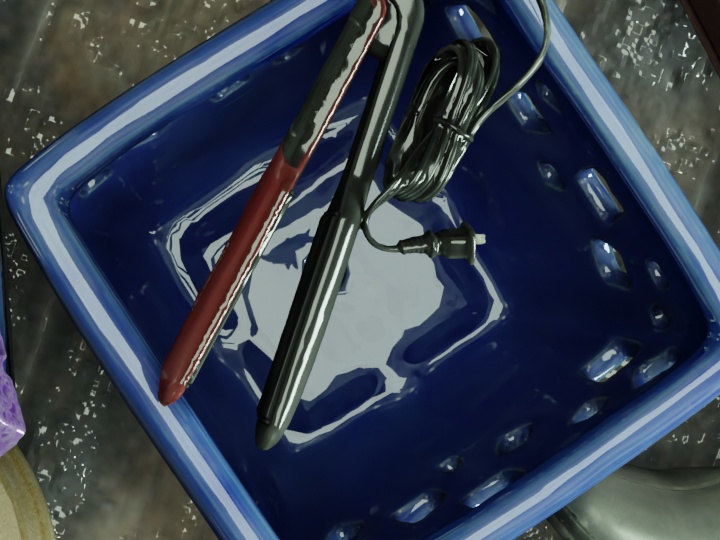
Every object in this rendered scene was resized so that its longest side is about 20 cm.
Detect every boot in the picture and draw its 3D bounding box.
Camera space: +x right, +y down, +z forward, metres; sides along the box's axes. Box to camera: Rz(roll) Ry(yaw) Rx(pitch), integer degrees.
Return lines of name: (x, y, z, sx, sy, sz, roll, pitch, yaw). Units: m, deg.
boot: (0.164, 0.072, 1.077, 0.199, 0.068, 0.131, 21, 114, -38)

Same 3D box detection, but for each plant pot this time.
plant pot: (0.000, 0.000, 1.042, 0.199, 0.180, 0.201, -33, 94, -6)

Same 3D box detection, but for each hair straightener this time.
hair straightener: (0.008, -0.031, 0.939, 0.077, 0.041, 0.201, 27, 82, -8)

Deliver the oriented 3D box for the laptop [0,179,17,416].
laptop: (-0.216, 0.007, 0.995, 0.199, 0.116, 0.188, -8, 61, -1)

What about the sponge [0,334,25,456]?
sponge: (-0.182, -0.002, 0.952, 0.111, 0.030, 0.201, -32, 55, 18)

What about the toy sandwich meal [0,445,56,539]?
toy sandwich meal: (-0.213, 0.125, 1.070, 0.204, 0.070, 0.207, 3, 79, -13)

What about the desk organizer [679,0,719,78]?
desk organizer: (0.155, -0.134, 1.078, 0.071, 0.077, 0.201, -21, 67, -8)
